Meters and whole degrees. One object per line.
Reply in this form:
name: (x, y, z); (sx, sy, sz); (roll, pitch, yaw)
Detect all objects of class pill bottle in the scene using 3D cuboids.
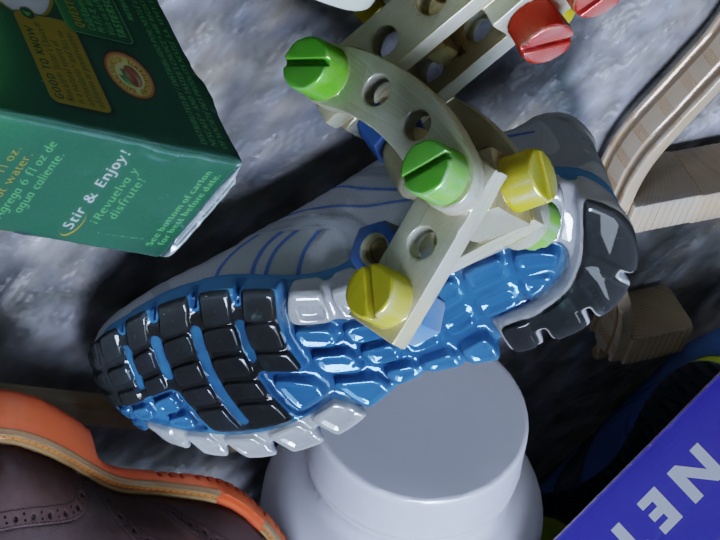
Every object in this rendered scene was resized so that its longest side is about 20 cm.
pill bottle: (0.012, 0.115, 1.047); (0.112, 0.112, 0.200); (-16, 143, -21)

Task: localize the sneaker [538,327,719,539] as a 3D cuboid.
sneaker: (0.125, 0.091, 1.147); (0.200, 0.066, 0.078); (-47, 173, 37)

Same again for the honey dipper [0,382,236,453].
honey dipper: (-0.109, 0.049, 0.938); (0.200, 0.038, 0.038); (11, 128, -50)

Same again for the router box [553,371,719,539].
router box: (0.116, 0.143, 1.047); (0.200, 0.049, 0.179); (-45, 152, 4)

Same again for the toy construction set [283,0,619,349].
toy construction set: (0.063, -0.075, 0.819); (0.199, 0.131, 0.092); (-31, 148, 7)

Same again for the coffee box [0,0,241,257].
coffee box: (-0.134, -0.072, 0.684); (0.199, 0.123, 0.044); (9, 133, -46)

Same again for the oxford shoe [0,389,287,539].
oxford shoe: (-0.086, 0.107, 0.912); (0.071, 0.073, 0.200); (-29, 145, 26)

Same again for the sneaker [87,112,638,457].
sneaker: (0.000, 0.000, 0.924); (0.199, 0.087, 0.075); (-18, 125, 13)

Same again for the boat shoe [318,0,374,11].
boat shoe: (-0.046, -0.127, 0.730); (0.061, 0.072, 0.201); (-50, 149, 20)

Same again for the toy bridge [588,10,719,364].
toy bridge: (0.121, -0.032, 1.017); (0.067, 0.027, 0.200); (-11, 142, -27)
